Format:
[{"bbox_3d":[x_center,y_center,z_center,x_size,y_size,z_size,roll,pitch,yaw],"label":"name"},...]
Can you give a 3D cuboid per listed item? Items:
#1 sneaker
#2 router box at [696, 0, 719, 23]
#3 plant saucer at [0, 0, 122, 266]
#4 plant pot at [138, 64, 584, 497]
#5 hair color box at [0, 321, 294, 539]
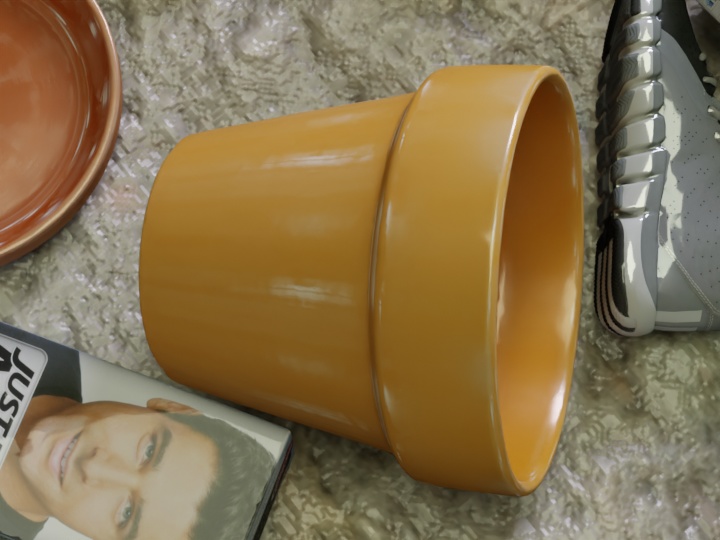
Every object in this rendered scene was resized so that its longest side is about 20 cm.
[{"bbox_3d":[0.184,-0.061,0.960,0.115,0.075,0.201,5,82,-4],"label":"sneaker"},{"bbox_3d":[0.275,-0.131,0.951,0.200,0.051,0.149,46,50,12],"label":"router box"},{"bbox_3d":[-0.227,-0.090,0.987,0.199,0.032,0.201,0,73,1],"label":"plant saucer"},{"bbox_3d":[0.000,0.000,0.886,0.182,0.200,0.201,4,73,17],"label":"plant pot"},{"bbox_3d":[-0.142,0.095,0.916,0.199,0.061,0.099,20,75,6],"label":"hair color box"}]
